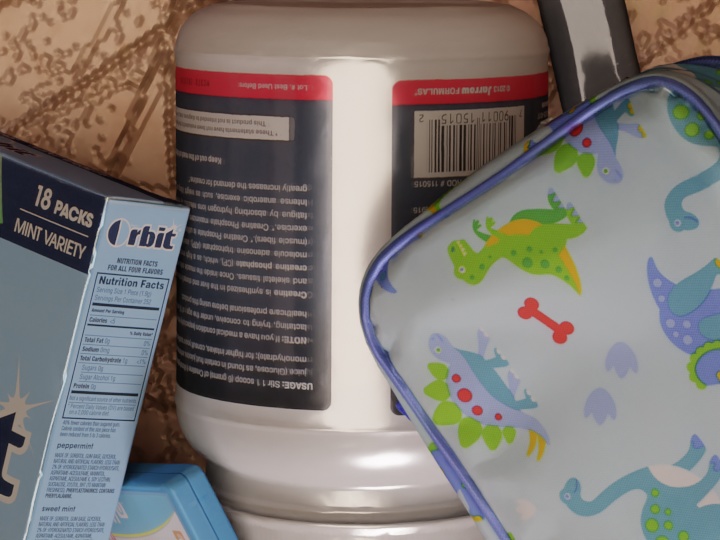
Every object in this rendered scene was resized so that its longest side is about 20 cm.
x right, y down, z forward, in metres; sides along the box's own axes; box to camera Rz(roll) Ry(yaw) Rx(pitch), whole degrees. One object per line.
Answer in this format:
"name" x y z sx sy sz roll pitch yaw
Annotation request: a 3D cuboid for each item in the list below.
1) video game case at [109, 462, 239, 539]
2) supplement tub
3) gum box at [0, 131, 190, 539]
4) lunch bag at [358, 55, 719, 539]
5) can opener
"video game case" -0.050 0.165 1.020 0.018 0.143 0.200 -30 100 -24
"supplement tub" 0.000 0.000 0.995 0.140 0.140 0.200 1 97 3
"gum box" -0.157 0.048 1.011 0.170 0.045 0.200 22 100 42
"lunch bag" 0.103 0.042 0.868 0.161 0.082 0.200 -36 86 27
"can opener" 0.085 -0.028 1.031 0.067 0.053 0.200 -13 95 4
